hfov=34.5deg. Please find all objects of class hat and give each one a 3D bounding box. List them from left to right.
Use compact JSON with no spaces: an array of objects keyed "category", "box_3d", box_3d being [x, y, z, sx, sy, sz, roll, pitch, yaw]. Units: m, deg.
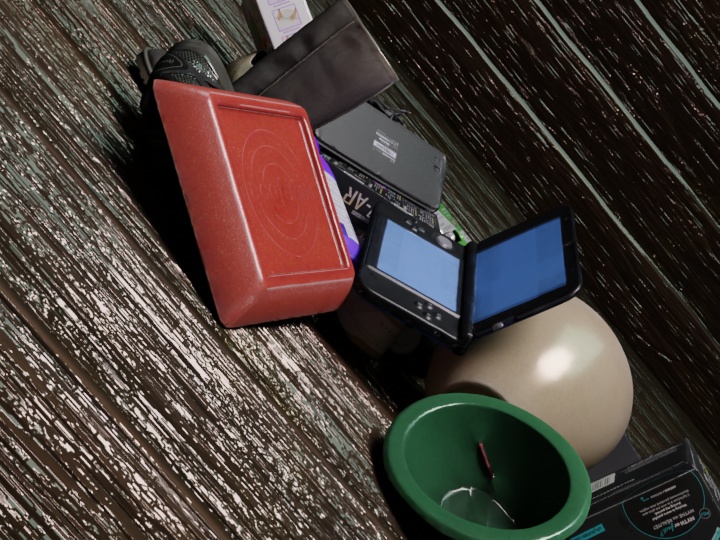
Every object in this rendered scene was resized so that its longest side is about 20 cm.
[{"category":"hat","box_3d":[0.100,0.230,0.986,0.200,0.176,0.165,34,43,28]}]

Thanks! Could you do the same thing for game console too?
[{"category":"game console","box_3d":[0.101,-0.023,1.088,0.170,0.118,0.200,30,25,-8]}]

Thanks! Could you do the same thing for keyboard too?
[{"category":"keyboard","box_3d":[0.019,-0.145,1.313,0.200,0.040,0.104,29,63,-36]}]

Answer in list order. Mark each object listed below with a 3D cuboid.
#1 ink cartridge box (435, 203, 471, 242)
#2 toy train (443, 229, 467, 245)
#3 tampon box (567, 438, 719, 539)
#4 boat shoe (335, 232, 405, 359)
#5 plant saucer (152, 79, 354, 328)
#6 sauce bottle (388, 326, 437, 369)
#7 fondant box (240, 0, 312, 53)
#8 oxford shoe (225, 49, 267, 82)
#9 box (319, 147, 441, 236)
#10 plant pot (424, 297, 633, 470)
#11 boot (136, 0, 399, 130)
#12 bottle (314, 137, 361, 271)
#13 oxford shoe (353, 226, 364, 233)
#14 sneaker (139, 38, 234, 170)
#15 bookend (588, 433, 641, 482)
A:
[{"category":"ink cartridge box","box_3d":[0.126,0.018,1.506,0.200,0.083,0.147,52,14,2]},{"category":"toy train","box_3d":[0.111,0.029,1.350,0.056,0.042,0.200,54,-17,33]},{"category":"tampon box","box_3d":[0.318,0.302,1.180,0.200,0.150,0.126,62,14,1]},{"category":"boat shoe","box_3d":[0.000,0.000,1.167,0.074,0.069,0.200,37,19,-45]},{"category":"plant saucer","box_3d":[-0.075,-0.061,0.956,0.199,0.037,0.201,-6,77,-64]},{"category":"sauce bottle","box_3d":[0.078,0.077,1.243,0.065,0.065,0.200,56,16,19]},{"category":"fondant box","box_3d":[-0.077,-0.242,1.365,0.144,0.058,0.200,-176,-116,-81]},{"category":"oxford shoe","box_3d":[-0.113,-0.180,1.263,0.071,0.074,0.200,39,18,-41]},{"category":"box","box_3d":[0.011,-0.077,1.294,0.160,0.044,0.200,33,8,-3]},{"category":"plant pot","box_3d":[0.138,0.125,1.093,0.200,0.200,0.134,53,36,8]},{"category":"boot","box_3d":[-0.090,-0.191,1.092,0.182,0.200,0.073,52,14,4]},{"category":"bottle","box_3d":[-0.059,-0.076,1.133,0.083,0.065,0.200,29,34,-52]},{"category":"oxford shoe","box_3d":[0.017,-0.015,1.308,0.200,0.058,0.075,40,15,21]},{"category":"sneaker","box_3d":[-0.126,-0.092,1.005,0.200,0.076,0.114,62,30,-23]},{"category":"bookend","box_3d":[0.275,0.187,1.368,0.199,0.092,0.200,-115,-173,-45]}]
